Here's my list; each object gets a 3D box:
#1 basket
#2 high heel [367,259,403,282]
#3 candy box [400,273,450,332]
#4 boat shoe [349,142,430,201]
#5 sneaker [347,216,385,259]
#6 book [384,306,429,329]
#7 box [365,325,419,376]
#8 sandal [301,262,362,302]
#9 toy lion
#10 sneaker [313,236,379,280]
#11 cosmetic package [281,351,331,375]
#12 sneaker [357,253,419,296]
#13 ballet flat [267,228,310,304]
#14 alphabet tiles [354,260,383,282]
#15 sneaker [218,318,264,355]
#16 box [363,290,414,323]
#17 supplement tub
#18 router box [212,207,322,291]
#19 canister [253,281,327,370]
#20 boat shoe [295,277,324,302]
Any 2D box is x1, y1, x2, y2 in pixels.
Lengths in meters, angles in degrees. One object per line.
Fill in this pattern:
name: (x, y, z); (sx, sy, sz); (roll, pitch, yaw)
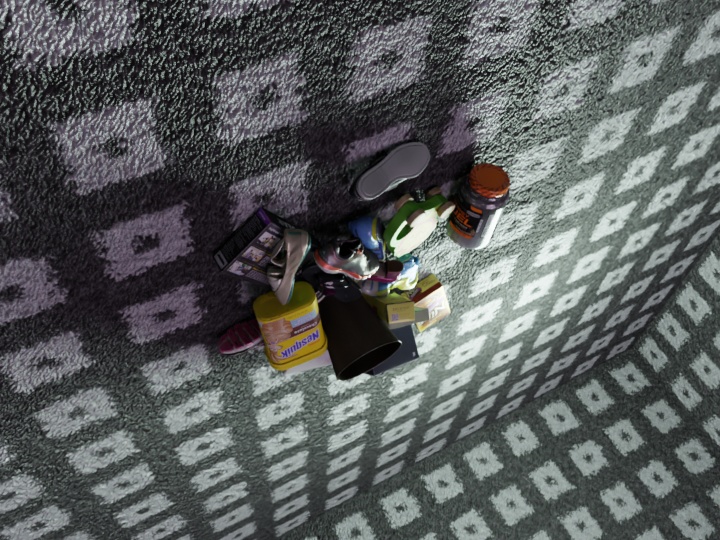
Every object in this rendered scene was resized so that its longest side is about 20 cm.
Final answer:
basket: (-0.025, 0.140, 1.721); (0.180, 0.200, 0.136); (-32, 156, 2)
high heel: (0.000, 0.000, 1.682); (0.199, 0.068, 0.096); (9, 161, -7)
candy box: (0.194, 0.098, 2.070); (0.116, 0.057, 0.200); (-33, 152, -2)
boat shoe: (0.059, -0.208, 1.469); (0.199, 0.076, 0.060); (-29, -170, -27)
sneaker: (0.017, -0.077, 1.638); (0.078, 0.066, 0.200); (0, 164, 11)
book: (0.069, 0.125, 1.865); (0.133, 0.048, 0.200); (-11, -173, -34)
box: (0.040, 0.207, 1.927); (0.148, 0.108, 0.200); (-17, -174, -28)
sandal: (-0.057, 0.034, 1.601); (0.075, 0.048, 0.200); (-30, 144, 22)
toy lion: (0.122, -0.102, 1.662); (0.200, 0.069, 0.192); (-19, 152, -49)
sneaker: (-0.011, -0.033, 1.550); (0.082, 0.077, 0.200); (-45, 154, 29)
cosmetic package: (-0.126, 0.192, 1.836); (0.199, 0.108, 0.085); (-7, 143, -36)
sneaker: (0.076, 0.001, 1.783); (0.199, 0.076, 0.105); (-11, 128, -46)
ballet flat: (-0.159, -0.008, 1.450); (0.069, 0.070, 0.201); (-10, 139, -36)
alphabet tiles: (-0.037, 0.022, 1.765); (0.200, 0.015, 0.195); (-41, 150, 12)
sneaker: (-0.245, 0.159, 1.699); (0.199, 0.074, 0.088); (-29, 145, -19)
box: (0.066, 0.087, 1.780); (0.075, 0.200, 0.050); (-7, 101, -19)
supplement tub: (0.287, -0.156, 1.709); (0.122, 0.123, 0.200); (-19, 147, -24)
router box: (-0.191, -0.037, 1.481); (0.149, 0.051, 0.200); (-43, 150, 12)
canister: (-0.159, 0.127, 1.600); (0.148, 0.087, 0.200); (-21, 142, -11)
boat shoe: (-0.152, 0.058, 1.644); (0.199, 0.072, 0.068); (-30, 155, -2)
